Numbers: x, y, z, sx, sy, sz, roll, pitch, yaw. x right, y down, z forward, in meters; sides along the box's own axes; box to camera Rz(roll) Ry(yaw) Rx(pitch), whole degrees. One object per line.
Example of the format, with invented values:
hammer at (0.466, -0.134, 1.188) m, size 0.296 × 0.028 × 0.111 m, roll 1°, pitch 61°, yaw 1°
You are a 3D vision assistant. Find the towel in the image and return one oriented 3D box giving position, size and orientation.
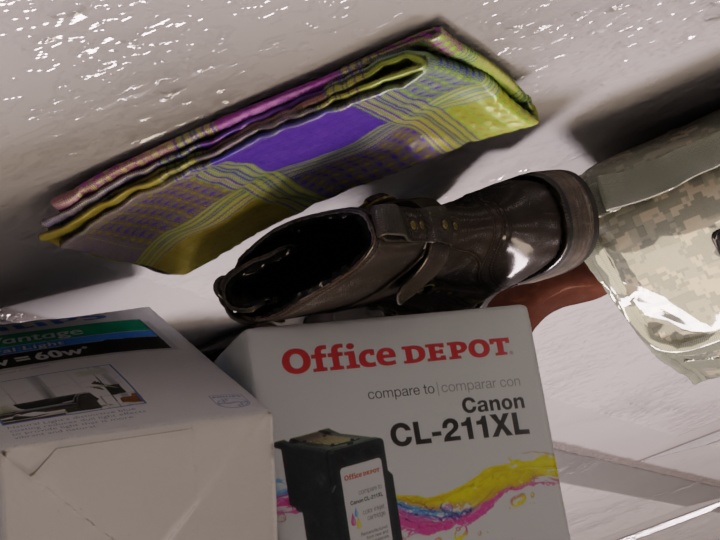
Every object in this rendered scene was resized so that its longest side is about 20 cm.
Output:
towel at (-0.030, -0.046, 1.126) m, size 0.199 × 0.023 × 0.144 m, roll -23°, pitch 164°, yaw 16°

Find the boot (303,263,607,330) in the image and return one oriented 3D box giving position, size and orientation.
boot at (0.079, 0.095, 1.424) m, size 0.187 × 0.201 × 0.069 m, roll -16°, pitch 165°, yaw -9°

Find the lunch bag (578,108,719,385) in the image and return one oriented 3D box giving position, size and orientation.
lunch bag at (0.206, -0.028, 1.307) m, size 0.163 × 0.118 × 0.200 m, roll -22°, pitch 159°, yaw 15°

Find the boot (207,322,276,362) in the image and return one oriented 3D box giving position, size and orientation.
boot at (-0.139, 0.109, 1.419) m, size 0.200 × 0.072 × 0.166 m, roll -36°, pitch 174°, yaw -41°

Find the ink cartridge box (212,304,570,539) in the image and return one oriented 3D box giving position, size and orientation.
ink cartridge box at (0.016, 0.125, 1.189) m, size 0.145 × 0.201 × 0.083 m, roll -5°, pitch 165°, yaw -19°

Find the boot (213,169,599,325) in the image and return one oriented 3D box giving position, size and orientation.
boot at (0.000, 0.000, 1.223) m, size 0.173 × 0.070 × 0.200 m, roll -9°, pitch 163°, yaw -42°

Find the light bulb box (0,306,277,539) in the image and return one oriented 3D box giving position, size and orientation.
light bulb box at (-0.124, 0.137, 1.179) m, size 0.124 × 0.200 × 0.200 m, roll -6°, pitch -165°, yaw -19°
